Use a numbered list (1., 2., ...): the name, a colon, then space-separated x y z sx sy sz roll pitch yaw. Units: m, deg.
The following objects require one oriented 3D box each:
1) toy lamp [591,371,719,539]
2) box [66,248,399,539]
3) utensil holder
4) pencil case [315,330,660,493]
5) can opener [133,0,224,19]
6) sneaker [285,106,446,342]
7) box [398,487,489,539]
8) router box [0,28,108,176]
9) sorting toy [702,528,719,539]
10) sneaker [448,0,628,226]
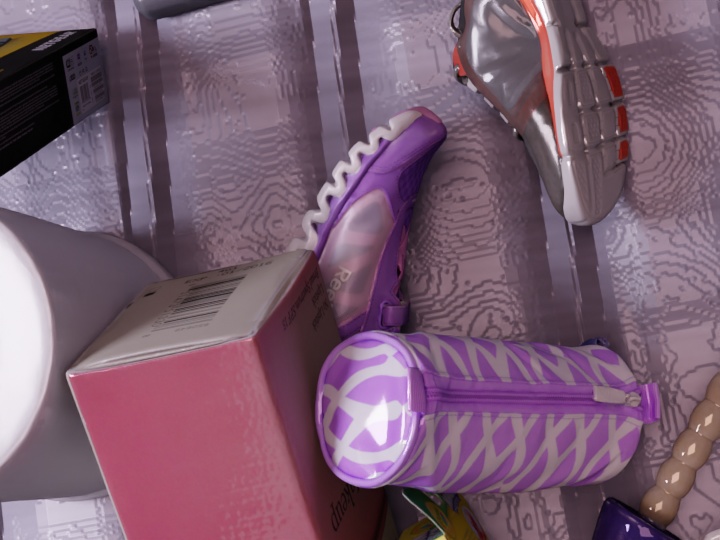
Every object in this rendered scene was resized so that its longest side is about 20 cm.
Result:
1. toy lamp: 0.187 0.095 0.763 0.058 0.058 0.202 29 91 14
2. box: -0.059 0.109 0.741 0.108 0.128 0.202 -12 108 16
3. utensil holder: -0.203 0.049 0.785 0.168 0.200 0.172 -2 82 13
4. pencil case: 0.070 0.075 0.723 0.085 0.198 0.085 -10 80 48
5. can opener: -0.056 -0.209 0.848 0.197 0.067 0.054 -14 80 11
6. sneaker: 0.000 0.000 0.811 0.088 0.080 0.201 35 98 10
7. box: 0.070 0.203 0.734 0.048 0.117 0.202 -29 85 8
8. router box: -0.259 -0.095 0.816 0.155 0.200 0.053 -2 111 12
9. sorting toy: 0.262 0.209 0.716 0.178 0.107 0.203 4 85 21
10. sneaker: 0.098 -0.118 0.813 0.081 0.077 0.203 -20 77 37
